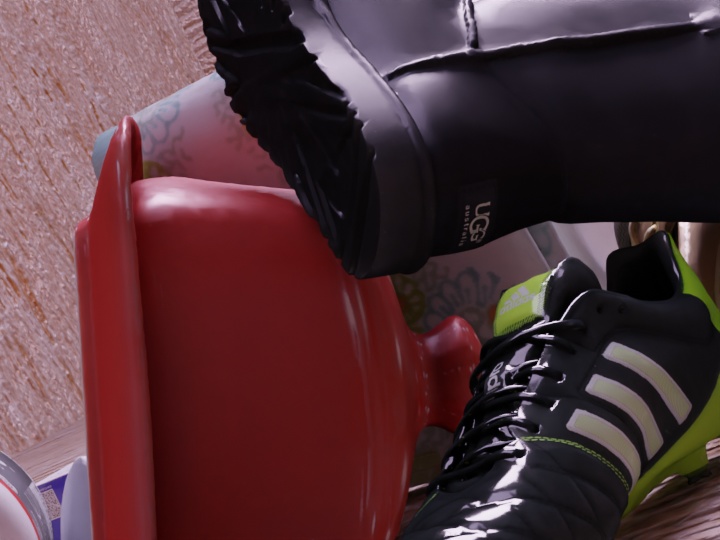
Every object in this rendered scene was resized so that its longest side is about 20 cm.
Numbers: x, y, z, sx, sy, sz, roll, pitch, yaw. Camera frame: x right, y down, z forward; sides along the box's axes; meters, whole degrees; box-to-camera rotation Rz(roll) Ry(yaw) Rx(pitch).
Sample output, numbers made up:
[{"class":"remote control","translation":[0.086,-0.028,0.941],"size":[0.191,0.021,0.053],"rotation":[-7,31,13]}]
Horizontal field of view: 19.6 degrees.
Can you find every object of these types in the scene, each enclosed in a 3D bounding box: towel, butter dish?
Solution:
[{"class":"towel","translation":[0.000,0.000,0.859],"size":[0.170,0.201,0.048],"rotation":[-23,16,32]},{"class":"butter dish","translation":[-0.026,0.043,0.763],"size":[0.146,0.202,0.200],"rotation":[-3,2,-5]}]

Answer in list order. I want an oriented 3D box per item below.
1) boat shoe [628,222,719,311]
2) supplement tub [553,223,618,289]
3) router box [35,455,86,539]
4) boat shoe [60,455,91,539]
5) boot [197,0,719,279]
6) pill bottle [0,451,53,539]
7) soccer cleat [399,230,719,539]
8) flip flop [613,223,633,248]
[{"class":"boat shoe","translation":[0.138,-0.014,0.793],"size":[0.066,0.074,0.200],"rotation":[-19,20,24]},{"class":"supplement tub","translation":[0.038,0.001,1.017],"size":[0.199,0.146,0.145],"rotation":[-25,2,28]},{"class":"router box","translation":[-0.087,0.104,1.338],"size":[0.199,0.049,0.179],"rotation":[-24,3,44]},{"class":"boat shoe","translation":[-0.093,0.119,1.019],"size":[0.069,0.072,0.200],"rotation":[3,-15,-25]},{"class":"boot","translation":[0.045,-0.078,0.726],"size":[0.167,0.201,0.077],"rotation":[-8,-47,-23]},{"class":"pill bottle","translation":[-0.208,0.140,1.018],"size":[0.115,0.117,0.200],"rotation":[-26,2,-7]},{"class":"soccer cleat","translation":[0.053,0.047,0.605],"size":[0.067,0.082,0.200],"rotation":[-24,3,36]},{"class":"flip flop","translation":[0.204,-0.048,0.939],"size":[0.199,0.081,0.058],"rotation":[-23,45,-6]}]
